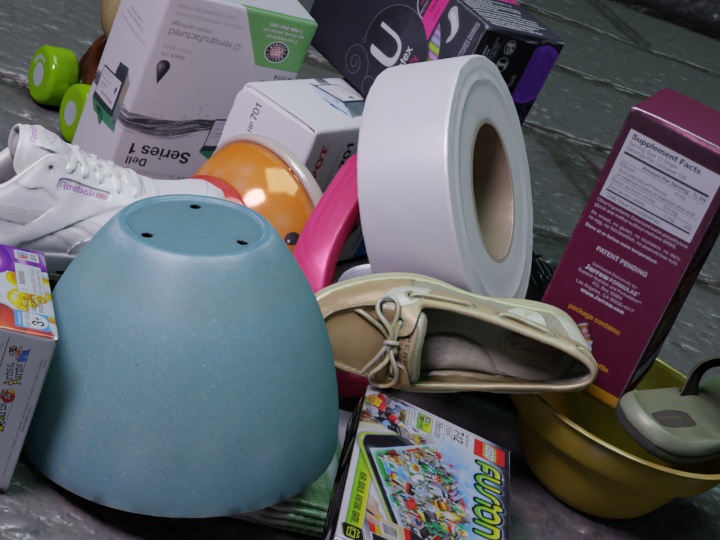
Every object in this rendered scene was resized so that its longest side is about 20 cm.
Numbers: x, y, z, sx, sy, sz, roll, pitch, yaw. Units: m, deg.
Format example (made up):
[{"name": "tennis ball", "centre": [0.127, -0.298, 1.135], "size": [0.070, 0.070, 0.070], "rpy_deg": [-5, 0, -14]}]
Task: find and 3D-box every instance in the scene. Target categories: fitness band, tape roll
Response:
[{"name": "fitness band", "centre": [0.000, 0.000, 1.036], "size": [0.037, 0.145, 0.201], "rpy_deg": [4, 42, 25]}, {"name": "tape roll", "centre": [0.067, -0.054, 1.041], "size": [0.070, 0.205, 0.202], "rpy_deg": [-5, 12, 22]}]

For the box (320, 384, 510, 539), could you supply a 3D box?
[{"name": "box", "centre": [0.037, 0.146, 0.853], "size": [0.109, 0.035, 0.200], "rpy_deg": [25, 20, -4]}]

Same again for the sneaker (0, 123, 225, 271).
[{"name": "sneaker", "centre": [-0.182, -0.047, 0.919], "size": [0.198, 0.101, 0.075], "rpy_deg": [-8, 29, -21]}]

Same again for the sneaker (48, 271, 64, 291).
[{"name": "sneaker", "centre": [-0.230, -0.037, 1.000], "size": [0.074, 0.089, 0.199], "rpy_deg": [36, 24, 33]}]

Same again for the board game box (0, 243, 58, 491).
[{"name": "board game box", "centre": [-0.279, 0.035, 0.766], "size": [0.198, 0.106, 0.103], "rpy_deg": [14, 23, -24]}]

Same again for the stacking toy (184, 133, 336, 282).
[{"name": "stacking toy", "centre": [-0.128, -0.004, 1.025], "size": [0.199, 0.147, 0.146], "rpy_deg": [-27, 51, -38]}]

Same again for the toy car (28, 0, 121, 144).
[{"name": "toy car", "centre": [-0.189, -0.219, 1.295], "size": [0.163, 0.202, 0.158], "rpy_deg": [4, 29, -39]}]

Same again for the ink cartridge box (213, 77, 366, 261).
[{"name": "ink cartridge box", "centre": [-0.039, -0.083, 1.209], "size": [0.086, 0.148, 0.199], "rpy_deg": [35, 25, 22]}]

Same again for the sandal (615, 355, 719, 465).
[{"name": "sandal", "centre": [0.260, 0.094, 1.004], "size": [0.200, 0.058, 0.080], "rpy_deg": [-3, 34, -48]}]

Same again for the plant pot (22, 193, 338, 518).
[{"name": "plant pot", "centre": [-0.104, 0.034, 0.842], "size": [0.197, 0.136, 0.201], "rpy_deg": [7, 25, -3]}]

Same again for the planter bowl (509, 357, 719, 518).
[{"name": "planter bowl", "centre": [0.181, 0.125, 1.046], "size": [0.198, 0.084, 0.201], "rpy_deg": [20, 22, -8]}]

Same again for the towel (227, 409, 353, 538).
[{"name": "towel", "centre": [-0.017, 0.124, 0.924], "size": [0.198, 0.031, 0.150], "rpy_deg": [16, 24, -19]}]

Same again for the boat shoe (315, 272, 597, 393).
[{"name": "boat shoe", "centre": [0.057, 0.049, 0.936], "size": [0.198, 0.074, 0.063], "rpy_deg": [9, 15, -10]}]

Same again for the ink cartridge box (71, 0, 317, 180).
[{"name": "ink cartridge box", "centre": [-0.144, -0.149, 1.187], "size": [0.145, 0.201, 0.084], "rpy_deg": [5, 31, -35]}]

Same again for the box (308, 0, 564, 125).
[{"name": "box", "centre": [0.057, -0.200, 1.208], "size": [0.105, 0.123, 0.200], "rpy_deg": [2, 34, -44]}]

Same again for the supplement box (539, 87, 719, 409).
[{"name": "supplement box", "centre": [0.201, -0.018, 1.006], "size": [0.085, 0.202, 0.110], "rpy_deg": [29, 23, 16]}]

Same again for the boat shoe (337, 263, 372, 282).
[{"name": "boat shoe", "centre": [0.075, 0.045, 1.150], "size": [0.198, 0.071, 0.066], "rpy_deg": [14, -5, 1]}]

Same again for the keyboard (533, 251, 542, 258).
[{"name": "keyboard", "centre": [0.156, 0.011, 1.361], "size": [0.198, 0.021, 0.127], "rpy_deg": [4, 29, -41]}]

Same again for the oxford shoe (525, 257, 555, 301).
[{"name": "oxford shoe", "centre": [0.101, 0.019, 1.202], "size": [0.199, 0.084, 0.073], "rpy_deg": [28, 34, -30]}]
